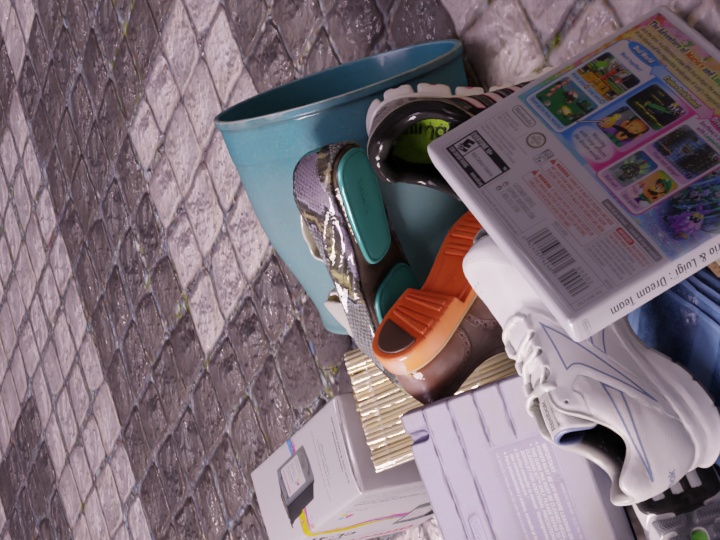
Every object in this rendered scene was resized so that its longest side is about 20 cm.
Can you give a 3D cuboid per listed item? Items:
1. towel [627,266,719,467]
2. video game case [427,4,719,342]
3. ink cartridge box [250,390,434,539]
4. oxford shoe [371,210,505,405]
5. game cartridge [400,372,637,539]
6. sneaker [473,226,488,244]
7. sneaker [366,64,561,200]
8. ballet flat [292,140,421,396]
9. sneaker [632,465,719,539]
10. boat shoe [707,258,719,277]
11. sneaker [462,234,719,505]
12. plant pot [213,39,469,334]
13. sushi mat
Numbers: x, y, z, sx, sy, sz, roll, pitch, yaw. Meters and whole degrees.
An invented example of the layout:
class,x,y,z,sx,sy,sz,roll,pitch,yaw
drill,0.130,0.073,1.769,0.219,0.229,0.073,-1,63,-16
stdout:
class,x,y,z,sx,sy,sz,roll,pitch,yaw
towel,0.231,0.069,0.974,0.200,0.048,0.112,43,134,50
video game case,0.157,-0.065,0.944,0.200,0.182,0.024,56,176,49
ink cartridge box,0.016,0.161,1.298,0.200,0.147,0.086,-49,54,57
oxford shoe,0.092,0.011,1.121,0.071,0.200,0.073,21,154,55
game cartridge,0.116,0.170,1.048,0.129,0.038,0.201,-21,86,28
sneaker,0.127,-0.002,1.056,0.099,0.078,0.201,9,133,23
sneaker,0.092,-0.087,1.061,0.088,0.199,0.074,-64,-31,-57
ballet flat,0.000,0.000,1.132,0.072,0.072,0.201,23,137,59
sneaker,0.223,0.212,0.971,0.200,0.075,0.116,-97,-11,-51
boat shoe,0.224,-0.050,0.956,0.076,0.072,0.200,-50,41,15
sneaker,0.130,0.056,0.967,0.200,0.087,0.075,46,148,19
plant pot,0.010,-0.060,1.229,0.200,0.199,0.189,7,118,61
sushi mat,0.083,0.071,1.159,0.199,0.012,0.096,-24,73,19
